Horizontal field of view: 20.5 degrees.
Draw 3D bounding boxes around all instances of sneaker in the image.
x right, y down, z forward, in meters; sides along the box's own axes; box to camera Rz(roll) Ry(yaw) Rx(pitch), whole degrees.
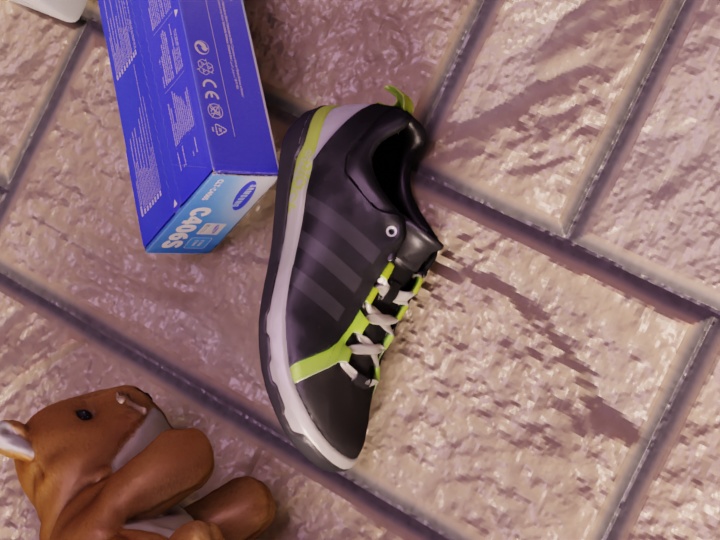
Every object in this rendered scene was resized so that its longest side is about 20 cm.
[{"bbox_3d":[0.000,0.000,1.016,0.082,0.072,0.202,-8,73,27],"label":"sneaker"}]

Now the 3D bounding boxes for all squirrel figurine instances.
[{"bbox_3d":[-0.140,0.158,1.020,0.200,0.141,0.187,-48,52,8],"label":"squirrel figurine"}]

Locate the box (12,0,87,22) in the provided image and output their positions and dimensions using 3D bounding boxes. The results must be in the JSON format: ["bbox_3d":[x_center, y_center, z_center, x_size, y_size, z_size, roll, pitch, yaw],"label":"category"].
[{"bbox_3d":[-0.237,-0.287,1.160,0.170,0.199,0.202,22,86,33],"label":"box"}]

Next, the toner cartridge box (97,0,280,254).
[{"bbox_3d":[-0.100,-0.120,1.102,0.095,0.043,0.202,-43,54,51],"label":"toner cartridge box"}]
